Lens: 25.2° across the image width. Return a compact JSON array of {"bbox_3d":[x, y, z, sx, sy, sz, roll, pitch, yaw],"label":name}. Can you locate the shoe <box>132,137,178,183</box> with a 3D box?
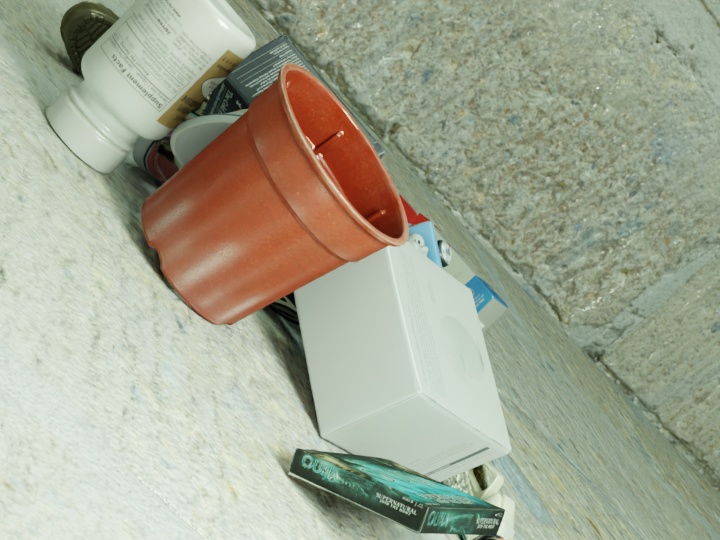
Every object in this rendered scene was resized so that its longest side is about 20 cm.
[{"bbox_3d":[-0.172,-0.100,1.761,0.091,0.071,0.200,45,4,20],"label":"shoe"}]

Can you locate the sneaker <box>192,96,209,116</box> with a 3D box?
[{"bbox_3d":[-0.196,-0.205,2.115,0.200,0.071,0.076,38,20,-4],"label":"sneaker"}]

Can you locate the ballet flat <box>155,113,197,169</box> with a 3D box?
[{"bbox_3d":[-0.128,-0.084,1.660,0.199,0.069,0.071,36,54,0],"label":"ballet flat"}]

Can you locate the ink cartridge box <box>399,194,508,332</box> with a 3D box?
[{"bbox_3d":[0.082,0.012,2.094,0.200,0.116,0.067,50,9,26],"label":"ink cartridge box"}]

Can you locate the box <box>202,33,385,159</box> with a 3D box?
[{"bbox_3d":[-0.091,-0.132,1.856,0.182,0.104,0.200,49,-31,10],"label":"box"}]

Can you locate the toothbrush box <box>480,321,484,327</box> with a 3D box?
[{"bbox_3d":[0.042,0.014,1.990,0.200,0.086,0.145,48,8,26],"label":"toothbrush box"}]

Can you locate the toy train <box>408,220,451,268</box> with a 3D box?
[{"bbox_3d":[0.000,0.000,1.795,0.114,0.198,0.087,10,68,-72],"label":"toy train"}]

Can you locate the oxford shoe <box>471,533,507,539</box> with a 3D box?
[{"bbox_3d":[0.121,0.286,1.534,0.071,0.075,0.200,50,10,10],"label":"oxford shoe"}]

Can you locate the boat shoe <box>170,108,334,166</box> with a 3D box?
[{"bbox_3d":[-0.096,-0.134,1.632,0.198,0.071,0.070,-2,33,-14],"label":"boat shoe"}]

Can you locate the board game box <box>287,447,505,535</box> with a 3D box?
[{"bbox_3d":[0.036,0.198,1.439,0.134,0.028,0.200,21,0,25],"label":"board game box"}]

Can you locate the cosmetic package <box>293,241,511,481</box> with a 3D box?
[{"bbox_3d":[0.040,0.091,1.653,0.200,0.122,0.201,38,33,-51],"label":"cosmetic package"}]

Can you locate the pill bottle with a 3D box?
[{"bbox_3d":[-0.209,-0.194,1.586,0.114,0.200,0.114,46,9,-10],"label":"pill bottle"}]

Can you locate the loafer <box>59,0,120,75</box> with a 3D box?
[{"bbox_3d":[-0.294,-0.256,1.852,0.068,0.076,0.200,51,0,24],"label":"loafer"}]

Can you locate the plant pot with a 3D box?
[{"bbox_3d":[-0.089,-0.059,1.534,0.201,0.195,0.201,49,19,-23],"label":"plant pot"}]

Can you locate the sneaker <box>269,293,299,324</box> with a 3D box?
[{"bbox_3d":[-0.117,-0.011,1.712,0.200,0.071,0.083,47,28,-13],"label":"sneaker"}]

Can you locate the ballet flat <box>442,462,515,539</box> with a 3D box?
[{"bbox_3d":[0.132,0.252,1.752,0.072,0.072,0.200,42,12,-30],"label":"ballet flat"}]
